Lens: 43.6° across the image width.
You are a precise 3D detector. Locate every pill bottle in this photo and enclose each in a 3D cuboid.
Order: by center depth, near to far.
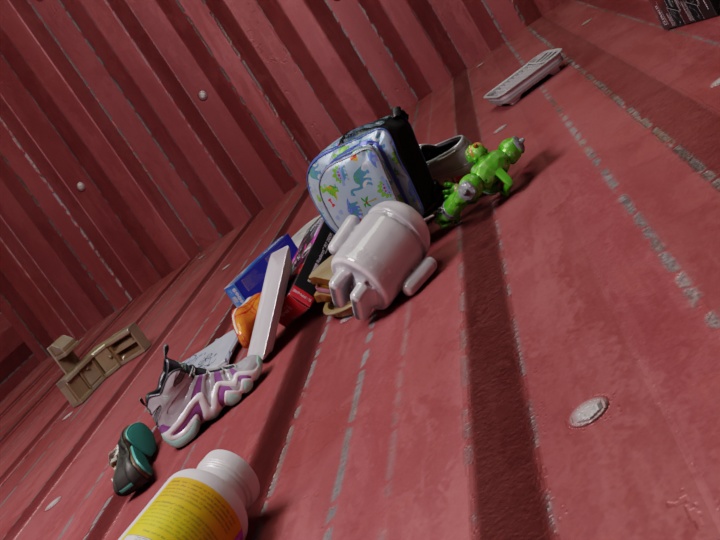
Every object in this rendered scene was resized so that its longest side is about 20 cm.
[{"bbox_3d":[-0.179,0.273,0.899,0.103,0.105,0.200,-25,16,37],"label":"pill bottle"}]

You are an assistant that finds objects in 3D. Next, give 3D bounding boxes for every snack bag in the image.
[{"bbox_3d":[-0.310,0.187,1.767,0.198,0.022,0.189,-33,13,16],"label":"snack bag"}]

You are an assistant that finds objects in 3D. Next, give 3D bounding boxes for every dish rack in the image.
[{"bbox_3d":[0.403,-0.465,2.199,0.198,0.044,0.172,-36,13,1],"label":"dish rack"}]

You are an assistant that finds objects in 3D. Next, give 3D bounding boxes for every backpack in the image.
[{"bbox_3d":[0.007,-0.146,1.527,0.197,0.186,0.147,-17,17,36],"label":"backpack"}]

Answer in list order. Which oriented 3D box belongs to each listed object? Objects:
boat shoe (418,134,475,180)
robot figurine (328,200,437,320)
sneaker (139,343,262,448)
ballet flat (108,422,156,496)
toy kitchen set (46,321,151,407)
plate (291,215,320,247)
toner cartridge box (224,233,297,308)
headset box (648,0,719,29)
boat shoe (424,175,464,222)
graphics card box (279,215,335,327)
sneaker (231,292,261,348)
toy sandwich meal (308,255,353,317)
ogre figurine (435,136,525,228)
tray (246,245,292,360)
[{"bbox_3d":[0.125,-0.198,1.615,0.198,0.069,0.073,-3,47,51],"label":"boat shoe"},{"bbox_3d":[0.032,-0.023,1.362,0.201,0.167,0.114,-52,-21,-24],"label":"robot figurine"},{"bbox_3d":[-0.258,0.165,1.422,0.199,0.141,0.077,-41,14,-22],"label":"sneaker"},{"bbox_3d":[-0.364,0.296,1.410,0.068,0.068,0.200,-44,12,-2],"label":"ballet flat"},{"bbox_3d":[-0.709,0.217,2.398,0.178,0.165,0.201,-29,14,26],"label":"toy kitchen set"},{"bbox_3d":[-0.117,-0.099,2.279,0.198,0.033,0.200,-24,18,46],"label":"plate"},{"bbox_3d":[-0.195,0.016,1.915,0.043,0.096,0.200,-23,17,45],"label":"toner cartridge box"},{"bbox_3d":[0.659,-0.543,1.717,0.148,0.078,0.200,-37,14,-6],"label":"headset box"},{"bbox_3d":[0.146,-0.150,1.664,0.199,0.072,0.063,-40,25,-4],"label":"boat shoe"},{"bbox_3d":[-0.095,-0.007,1.641,0.125,0.050,0.203,-38,23,59],"label":"graphics card box"},{"bbox_3d":[-0.197,0.084,1.731,0.076,0.074,0.201,-21,19,15],"label":"sneaker"},{"bbox_3d":[0.000,0.000,1.501,0.203,0.071,0.206,-34,12,8],"label":"toy sandwich meal"},{"bbox_3d":[0.209,-0.158,1.487,0.196,0.100,0.120,-22,-8,-11],"label":"ogre figurine"},{"bbox_3d":[-0.156,0.062,1.581,0.107,0.022,0.205,160,124,-67],"label":"tray"}]
